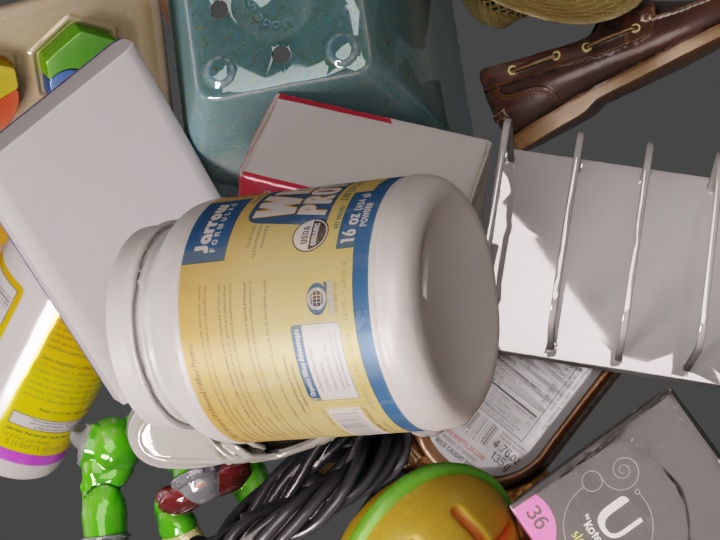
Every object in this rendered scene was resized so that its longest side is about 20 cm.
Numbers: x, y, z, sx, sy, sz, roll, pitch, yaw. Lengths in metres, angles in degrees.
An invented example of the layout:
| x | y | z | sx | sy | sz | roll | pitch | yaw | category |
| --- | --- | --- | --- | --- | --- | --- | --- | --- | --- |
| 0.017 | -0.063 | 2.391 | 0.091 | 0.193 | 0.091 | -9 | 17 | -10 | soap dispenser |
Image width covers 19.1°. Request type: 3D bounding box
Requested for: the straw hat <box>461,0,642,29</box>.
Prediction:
| x | y | z | sx | sy | sz | roll | pitch | yaw | category |
| --- | --- | --- | --- | --- | --- | --- | --- | --- | --- |
| 0.103 | -0.218 | 1.478 | 0.199 | 0.085 | 0.203 | 13 | 51 | -16 | straw hat |

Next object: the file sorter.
| x | y | z | sx | sy | sz | roll | pitch | yaw | category |
| --- | --- | --- | --- | --- | --- | --- | --- | --- | --- |
| 0.178 | -0.012 | 1.392 | 0.198 | 0.125 | 0.140 | 9 | 79 | 6 | file sorter |

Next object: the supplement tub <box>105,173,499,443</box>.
| x | y | z | sx | sy | sz | roll | pitch | yaw | category |
| --- | --- | --- | --- | --- | --- | --- | --- | --- | --- |
| -0.033 | 0.025 | 1.247 | 0.198 | 0.144 | 0.146 | -6 | 82 | 25 | supplement tub |

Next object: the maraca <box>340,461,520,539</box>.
| x | y | z | sx | sy | sz | roll | pitch | yaw | category |
| --- | --- | --- | --- | --- | --- | --- | --- | --- | --- |
| 0.031 | 0.213 | 1.317 | 0.107 | 0.136 | 0.202 | 26 | 95 | 56 | maraca |

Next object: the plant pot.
| x | y | z | sx | sy | sz | roll | pitch | yaw | category |
| --- | --- | --- | --- | --- | --- | --- | --- | --- | --- |
| -0.040 | -0.158 | 1.443 | 0.194 | 0.200 | 0.198 | -10 | 82 | 9 | plant pot |

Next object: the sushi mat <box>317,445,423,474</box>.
| x | y | z | sx | sy | sz | roll | pitch | yaw | category |
| --- | --- | --- | --- | --- | --- | --- | --- | --- | --- |
| -0.046 | 0.069 | 1.476 | 0.200 | 0.095 | 0.012 | 50 | 133 | 12 | sushi mat |

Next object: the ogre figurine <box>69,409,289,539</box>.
| x | y | z | sx | sy | sz | roll | pitch | yaw | category |
| --- | --- | --- | --- | --- | --- | --- | --- | --- | --- |
| -0.110 | 0.135 | 1.472 | 0.199 | 0.098 | 0.121 | -25 | 87 | 12 | ogre figurine |

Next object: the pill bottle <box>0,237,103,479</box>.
| x | y | z | sx | sy | sz | roll | pitch | yaw | category |
| --- | --- | --- | --- | --- | --- | --- | --- | --- | --- |
| -0.212 | 0.036 | 1.467 | 0.104 | 0.104 | 0.201 | 35 | 111 | 12 | pill bottle |

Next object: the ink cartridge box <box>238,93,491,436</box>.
| x | y | z | sx | sy | sz | roll | pitch | yaw | category |
| --- | --- | --- | --- | --- | --- | --- | --- | --- | --- |
| 0.000 | 0.000 | 1.379 | 0.143 | 0.201 | 0.085 | 13 | 47 | 10 | ink cartridge box |

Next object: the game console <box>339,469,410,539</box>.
| x | y | z | sx | sy | sz | roll | pitch | yaw | category |
| --- | --- | --- | --- | --- | --- | --- | --- | --- | --- |
| 0.037 | 0.262 | 1.465 | 0.176 | 0.031 | 0.201 | 34 | 89 | 11 | game console |

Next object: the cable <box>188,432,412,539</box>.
| x | y | z | sx | sy | sz | roll | pitch | yaw | category |
| --- | --- | --- | --- | --- | --- | --- | --- | --- | --- |
| -0.051 | 0.149 | 1.345 | 0.199 | 0.163 | 0.051 | -35 | 87 | 23 | cable |

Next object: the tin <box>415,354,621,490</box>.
| x | y | z | sx | sy | sz | roll | pitch | yaw | category |
| --- | --- | --- | --- | --- | --- | --- | --- | --- | --- |
| 0.117 | 0.061 | 1.473 | 0.112 | 0.042 | 0.201 | 37 | 90 | 8 | tin |

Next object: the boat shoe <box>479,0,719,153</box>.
| x | y | z | sx | sy | sz | roll | pitch | yaw | category |
| --- | --- | --- | --- | --- | --- | --- | --- | --- | --- |
| 0.177 | -0.154 | 1.470 | 0.199 | 0.070 | 0.071 | -26 | 84 | 6 | boat shoe |

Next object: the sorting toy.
| x | y | z | sx | sy | sz | roll | pitch | yaw | category |
| --- | --- | --- | --- | --- | --- | --- | --- | --- | --- |
| -0.222 | -0.094 | 1.462 | 0.198 | 0.037 | 0.187 | -16 | 124 | -17 | sorting toy |

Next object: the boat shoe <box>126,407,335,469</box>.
| x | y | z | sx | sy | sz | roll | pitch | yaw | category |
| --- | --- | --- | --- | --- | --- | --- | --- | --- | --- |
| -0.069 | 0.092 | 1.362 | 0.198 | 0.066 | 0.073 | -12 | 106 | 22 | boat shoe |

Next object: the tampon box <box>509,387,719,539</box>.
| x | y | z | sx | sy | sz | roll | pitch | yaw | category |
| --- | --- | --- | --- | --- | --- | --- | --- | --- | --- |
| 0.192 | 0.176 | 1.362 | 0.126 | 0.200 | 0.150 | -37 | 78 | 3 | tampon box |

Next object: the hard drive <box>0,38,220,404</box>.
| x | y | z | sx | sy | sz | roll | pitch | yaw | category |
| --- | --- | --- | --- | --- | --- | --- | --- | --- | --- |
| -0.154 | -0.030 | 1.385 | 0.132 | 0.201 | 0.025 | -41 | 35 | -19 | hard drive |
